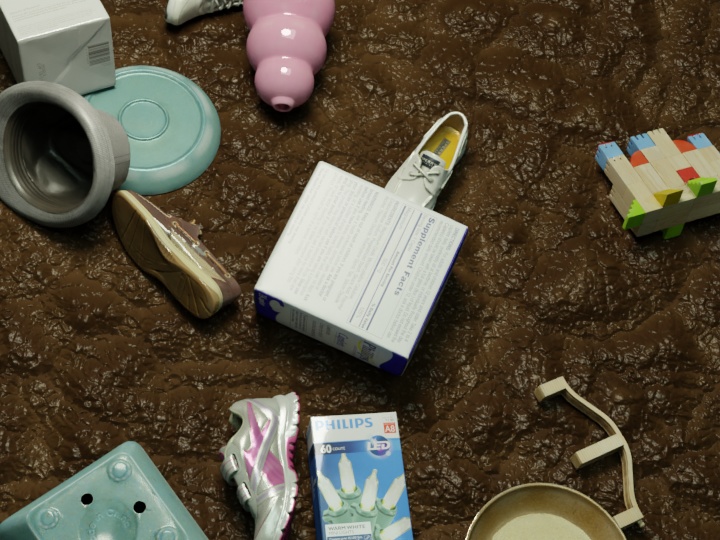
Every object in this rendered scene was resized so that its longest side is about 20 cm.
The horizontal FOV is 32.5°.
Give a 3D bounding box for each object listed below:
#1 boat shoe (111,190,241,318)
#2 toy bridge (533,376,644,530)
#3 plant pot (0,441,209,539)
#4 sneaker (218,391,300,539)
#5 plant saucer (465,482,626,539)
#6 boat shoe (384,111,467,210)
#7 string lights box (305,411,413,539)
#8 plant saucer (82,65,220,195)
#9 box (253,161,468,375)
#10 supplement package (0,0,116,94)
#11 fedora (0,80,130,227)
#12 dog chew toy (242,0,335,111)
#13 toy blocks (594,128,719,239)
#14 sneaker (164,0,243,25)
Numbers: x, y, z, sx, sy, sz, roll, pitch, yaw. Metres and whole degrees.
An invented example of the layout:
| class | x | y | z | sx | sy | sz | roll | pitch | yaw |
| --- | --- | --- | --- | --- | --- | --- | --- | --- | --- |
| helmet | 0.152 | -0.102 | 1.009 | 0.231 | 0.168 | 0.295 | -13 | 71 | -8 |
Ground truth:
| class | x | y | z | sx | sy | sz | roll | pitch | yaw |
| --- | --- | --- | --- | --- | --- | --- | --- | --- | --- |
| boat shoe | -0.222 | -0.028 | 1.502 | 0.200 | 0.072 | 0.072 | 43 | 43 | 19 |
| toy bridge | 0.284 | 0.215 | 1.472 | 0.067 | 0.027 | 0.200 | -20 | 67 | -20 |
| plant pot | -0.253 | 0.288 | 1.245 | 0.196 | 0.200 | 0.196 | -33 | 71 | -23 |
| sneaker | -0.115 | 0.229 | 1.374 | 0.088 | 0.081 | 0.200 | 4 | 53 | -6 |
| plant saucer | 0.209 | 0.340 | 1.387 | 0.200 | 0.035 | 0.201 | 4 | 61 | -7 |
| boat shoe | 0.083 | -0.126 | 1.596 | 0.071 | 0.070 | 0.200 | 32 | 64 | 9 |
| string lights box | 0.000 | 0.264 | 1.380 | 0.103 | 0.059 | 0.200 | -3 | 62 | -9 |
| plant saucer | -0.280 | -0.189 | 1.596 | 0.200 | 0.027 | 0.201 | 4 | 61 | -7 |
| box | 0.000 | 0.000 | 1.482 | 0.200 | 0.105 | 0.184 | 25 | 71 | 5 |
| supplement package | -0.406 | -0.329 | 1.581 | 0.120 | 0.121 | 0.200 | -20 | 59 | -20 |
| fedora | -0.356 | -0.145 | 1.505 | 0.200 | 0.177 | 0.090 | 5 | 15 | 32 |
| dog chew toy | -0.098 | -0.305 | 1.639 | 0.124 | 0.125 | 0.200 | 5 | 69 | -7 |
| toy blocks | 0.405 | -0.128 | 1.649 | 0.200 | 0.100 | 0.137 | -15 | 54 | -16 |
| sneaker | -0.184 | -0.392 | 1.699 | 0.081 | 0.075 | 0.200 | 46 | 65 | 5 |
